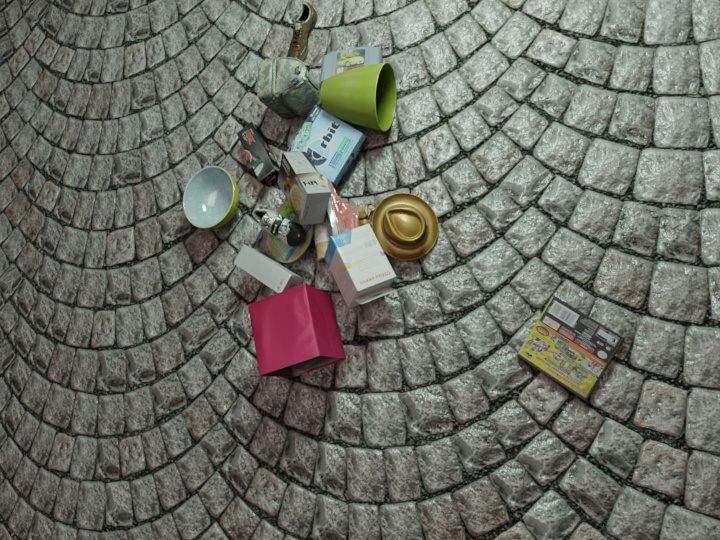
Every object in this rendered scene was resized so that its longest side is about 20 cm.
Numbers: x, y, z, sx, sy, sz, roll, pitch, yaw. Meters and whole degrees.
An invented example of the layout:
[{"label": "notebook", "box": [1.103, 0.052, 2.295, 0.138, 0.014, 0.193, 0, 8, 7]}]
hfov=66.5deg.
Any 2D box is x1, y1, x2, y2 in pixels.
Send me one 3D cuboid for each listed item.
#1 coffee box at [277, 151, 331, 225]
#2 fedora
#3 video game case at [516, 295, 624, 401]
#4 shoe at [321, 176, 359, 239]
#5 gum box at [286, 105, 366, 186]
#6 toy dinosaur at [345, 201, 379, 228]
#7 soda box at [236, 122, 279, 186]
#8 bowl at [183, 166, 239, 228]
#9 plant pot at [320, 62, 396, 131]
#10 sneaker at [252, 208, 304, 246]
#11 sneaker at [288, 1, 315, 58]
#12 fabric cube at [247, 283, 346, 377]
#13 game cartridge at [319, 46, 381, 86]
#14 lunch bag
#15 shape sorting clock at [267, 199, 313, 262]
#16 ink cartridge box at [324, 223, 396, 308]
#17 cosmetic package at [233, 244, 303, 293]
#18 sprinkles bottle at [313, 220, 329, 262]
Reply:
[{"label": "coffee box", "box": [-0.168, -0.244, 1.607, 0.202, 0.078, 0.116, 59, 144, 35]}, {"label": "fedora", "box": [0.124, -0.129, 1.547, 0.195, 0.082, 0.206, 0, 85, 5]}, {"label": "video game case", "box": [0.529, 0.194, 1.392, 0.198, 0.025, 0.183, 33, 93, 21]}, {"label": "shoe", "box": [-0.062, -0.185, 1.614, 0.089, 0.072, 0.205, -8, 71, -19]}, {"label": "gum box", "box": [-0.104, -0.382, 1.680, 0.198, 0.044, 0.172, 35, 94, 23]}, {"label": "toy dinosaur", "box": [0.005, -0.162, 1.632, 0.105, 0.060, 0.202, -35, 70, 13]}, {"label": "soda box", "box": [-0.328, -0.378, 1.793, 0.070, 0.063, 0.203, -32, 71, 12]}, {"label": "bowl", "box": [-0.468, -0.226, 1.795, 0.195, 0.107, 0.206, -4, 79, 19]}, {"label": "plant pot", "box": [-0.013, -0.516, 1.631, 0.195, 0.187, 0.192, 8, 83, 21]}, {"label": "sneaker", "box": [-0.253, -0.132, 1.653, 0.198, 0.088, 0.076, 28, 98, 35]}, {"label": "sneaker", "box": [-0.204, -0.782, 1.810, 0.069, 0.075, 0.205, 15, 86, 22]}, {"label": "fabric cube", "box": [-0.179, 0.178, 1.568, 0.193, 0.200, 0.204, -21, 72, 16]}, {"label": "game cartridge", "box": [-0.029, -0.637, 1.711, 0.195, 0.041, 0.136, -5, 54, 11]}, {"label": "lunch bag", "box": [-0.209, -0.570, 1.708, 0.164, 0.199, 0.143, -2, 81, 21]}, {"label": "shape sorting clock", "box": [-0.215, -0.124, 1.700, 0.197, 0.039, 0.206, -6, 80, 37]}, {"label": "ink cartridge box", "box": [0.000, 0.000, 1.545, 0.126, 0.126, 0.203, -18, 70, -23]}, {"label": "cosmetic package", "box": [-0.282, 0.003, 1.690, 0.198, 0.101, 0.075, 32, 91, 21]}, {"label": "sprinkles bottle", "box": [-0.111, -0.129, 1.665, 0.067, 0.068, 0.205, -12, 77, 18]}]
